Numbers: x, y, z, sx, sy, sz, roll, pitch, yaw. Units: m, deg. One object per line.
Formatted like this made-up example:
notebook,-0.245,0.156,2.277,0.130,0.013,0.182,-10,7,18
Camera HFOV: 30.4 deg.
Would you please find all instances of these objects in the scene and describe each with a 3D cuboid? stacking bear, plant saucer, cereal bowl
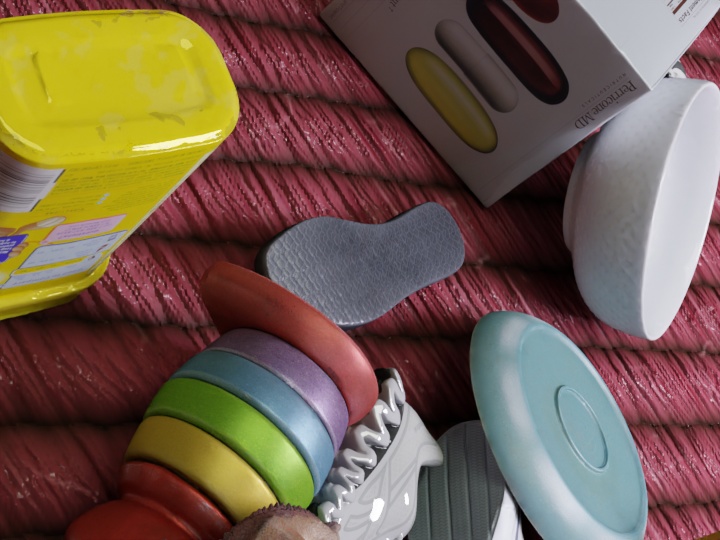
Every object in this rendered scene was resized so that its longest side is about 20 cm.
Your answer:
stacking bear,-0.087,0.114,0.727,0.113,0.122,0.200,20,55,28
plant saucer,0.144,0.113,0.909,0.200,0.027,0.201,40,32,-32
cereal bowl,0.211,-0.053,1.017,0.083,0.201,0.200,16,42,25

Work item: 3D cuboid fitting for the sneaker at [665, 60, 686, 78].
sneaker,0.214,-0.207,1.168,0.200,0.074,0.080,45,33,-14

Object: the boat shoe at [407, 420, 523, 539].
boat shoe,0.070,0.195,0.838,0.067,0.073,0.201,54,34,-42

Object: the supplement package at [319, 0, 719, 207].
supplement package,0.118,-0.195,0.994,0.200,0.191,0.147,48,48,-4

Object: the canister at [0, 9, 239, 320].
canister,-0.169,-0.050,0.691,0.148,0.200,0.087,-13,75,-41

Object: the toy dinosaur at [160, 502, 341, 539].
toy dinosaur,-0.061,0.165,0.644,0.136,0.086,0.200,46,46,-9

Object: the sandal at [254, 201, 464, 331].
sandal,0.000,0.001,0.907,0.200,0.043,0.076,-11,80,-50

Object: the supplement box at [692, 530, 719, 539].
supplement box,0.296,0.261,0.921,0.199,0.126,0.074,30,50,-20

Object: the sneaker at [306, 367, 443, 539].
sneaker,-0.009,0.149,0.795,0.081,0.075,0.200,51,48,-17
